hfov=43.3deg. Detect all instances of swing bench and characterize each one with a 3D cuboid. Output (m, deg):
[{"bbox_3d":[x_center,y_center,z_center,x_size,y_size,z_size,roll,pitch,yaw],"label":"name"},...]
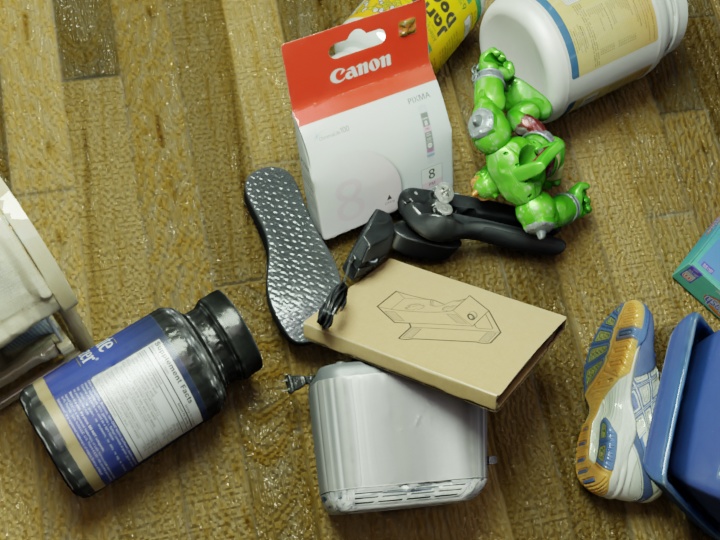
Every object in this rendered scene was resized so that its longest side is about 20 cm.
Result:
[{"bbox_3d":[-0.347,0.049,0.764,0.198,0.200,0.130,-35,79,-19],"label":"swing bench"}]

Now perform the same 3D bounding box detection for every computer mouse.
[{"bbox_3d":[0.000,0.000,0.863,0.034,0.059,0.201,32,34,-3],"label":"computer mouse"}]

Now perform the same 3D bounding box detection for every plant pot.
[{"bbox_3d":[0.381,0.155,0.844,0.200,0.178,0.202,40,62,-40],"label":"plant pot"}]

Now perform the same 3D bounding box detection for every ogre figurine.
[{"bbox_3d":[0.167,-0.120,0.931,0.097,0.203,0.120,-1,30,31],"label":"ogre figurine"}]

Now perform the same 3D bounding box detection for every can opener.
[{"bbox_3d":[0.128,-0.051,0.961,0.197,0.079,0.064,3,60,-18],"label":"can opener"}]

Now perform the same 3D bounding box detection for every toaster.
[{"bbox_3d":[0.029,0.154,0.842,0.196,0.114,0.131,-2,73,-12],"label":"toaster"}]

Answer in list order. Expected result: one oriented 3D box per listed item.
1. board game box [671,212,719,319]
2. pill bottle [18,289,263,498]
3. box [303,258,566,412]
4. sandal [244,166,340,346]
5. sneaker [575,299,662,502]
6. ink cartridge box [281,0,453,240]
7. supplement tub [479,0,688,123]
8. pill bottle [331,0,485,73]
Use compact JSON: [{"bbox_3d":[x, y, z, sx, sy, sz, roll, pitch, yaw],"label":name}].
[{"bbox_3d":[0.466,-0.017,1.016,0.152,0.045,0.200,43,69,6],"label":"board game box"},{"bbox_3d":[-0.192,0.105,0.820,0.198,0.112,0.113,-32,78,-19],"label":"pill bottle"},{"bbox_3d":[0.072,0.052,0.847,0.198,0.022,0.163,18,31,27],"label":"box"},{"bbox_3d":[-0.068,-0.014,0.925,0.075,0.043,0.203,-8,62,-14],"label":"sandal"},{"bbox_3d":[0.277,0.134,0.923,0.087,0.075,0.203,19,75,-15],"label":"sneaker"},{"bbox_3d":[0.013,-0.146,0.906,0.161,0.202,0.057,-22,46,-17],"label":"ink cartridge box"},{"bbox_3d":[0.249,-0.265,1.013,0.198,0.145,0.146,-26,77,-18],"label":"supplement tub"},{"bbox_3d":[0.041,-0.252,0.988,0.112,0.113,0.201,37,69,4],"label":"pill bottle"}]
